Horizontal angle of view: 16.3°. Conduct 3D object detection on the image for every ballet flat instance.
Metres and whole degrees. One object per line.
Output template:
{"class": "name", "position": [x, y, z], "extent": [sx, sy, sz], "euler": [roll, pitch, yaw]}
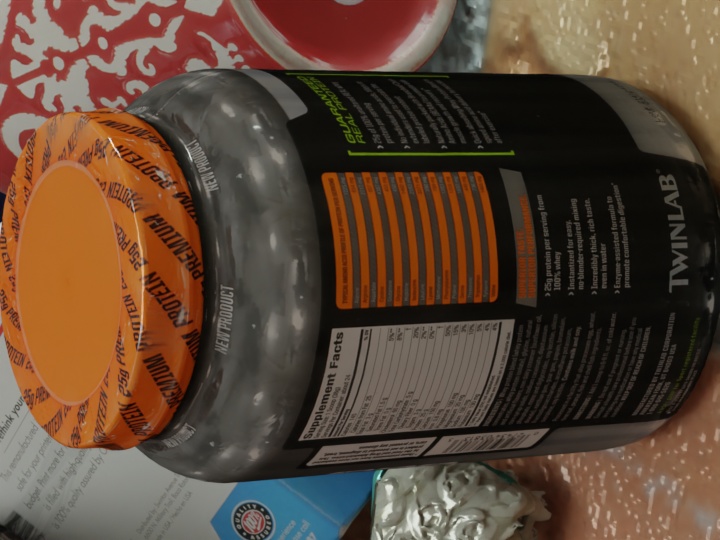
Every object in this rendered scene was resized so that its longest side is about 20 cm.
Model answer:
{"class": "ballet flat", "position": [0.030, 0.158, 0.853], "extent": [0.072, 0.072, 0.201], "euler": [20, 111, 56]}

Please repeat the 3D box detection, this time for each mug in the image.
{"class": "mug", "position": [-0.055, -0.082, 0.933], "extent": [0.200, 0.133, 0.178], "euler": [-12, 104, 53]}

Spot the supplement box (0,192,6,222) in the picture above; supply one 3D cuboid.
{"class": "supplement box", "position": [-0.239, -0.047, 1.220], "extent": [0.200, 0.109, 0.110], "euler": [36, 121, 52]}

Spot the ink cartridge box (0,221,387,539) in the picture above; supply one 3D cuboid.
{"class": "ink cartridge box", "position": [-0.093, 0.043, 0.899], "extent": [0.200, 0.067, 0.116], "euler": [38, 133, 3]}

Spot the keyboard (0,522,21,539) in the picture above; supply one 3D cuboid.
{"class": "keyboard", "position": [-0.079, 0.142, 0.936], "extent": [0.200, 0.011, 0.056], "euler": [40, 176, 2]}

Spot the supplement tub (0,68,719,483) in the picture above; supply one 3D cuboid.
{"class": "supplement tub", "position": [0.000, 0.000, 0.760], "extent": [0.122, 0.200, 0.123], "euler": [3, 94, 58]}
